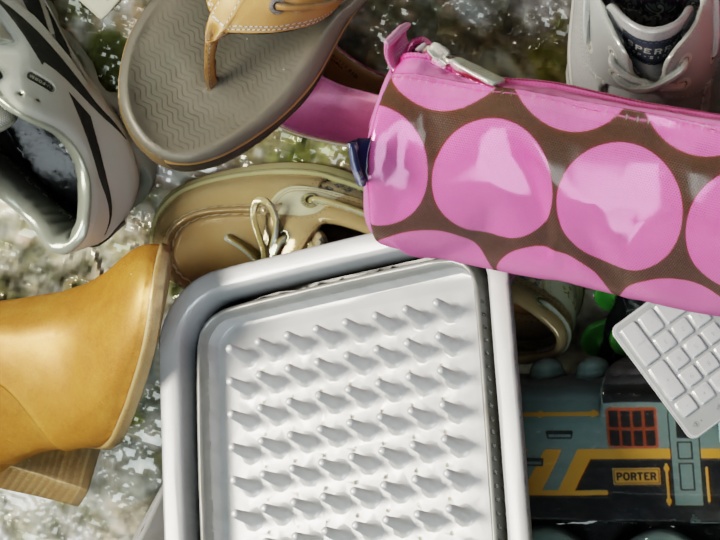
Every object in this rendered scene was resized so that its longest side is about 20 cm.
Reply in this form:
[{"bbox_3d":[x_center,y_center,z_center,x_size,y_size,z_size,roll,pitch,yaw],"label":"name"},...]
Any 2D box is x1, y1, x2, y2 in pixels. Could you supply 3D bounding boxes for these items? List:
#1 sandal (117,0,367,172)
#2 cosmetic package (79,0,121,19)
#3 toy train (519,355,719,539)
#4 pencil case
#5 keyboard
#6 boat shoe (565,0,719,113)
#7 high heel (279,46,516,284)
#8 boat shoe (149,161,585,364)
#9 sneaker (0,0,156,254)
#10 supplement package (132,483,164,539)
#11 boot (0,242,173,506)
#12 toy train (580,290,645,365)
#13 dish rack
[{"bbox_3d":[-0.023,-0.125,1.040,0.200,0.055,0.082,-38,72,2],"label":"sandal"},{"bbox_3d":[-0.143,-0.214,1.052,0.200,0.071,0.105,43,114,-10],"label":"cosmetic package"},{"bbox_3d":[0.089,0.093,1.081,0.199,0.085,0.115,-2,95,28],"label":"toy train"},{"bbox_3d":[0.099,-0.037,0.985,0.199,0.091,0.094,10,116,12],"label":"pencil case"},{"bbox_3d":[0.196,-0.012,1.014,0.200,0.011,0.056,-36,81,-1],"label":"keyboard"},{"bbox_3d":[0.122,-0.109,1.055,0.072,0.069,0.201,6,115,6],"label":"boat shoe"},{"bbox_3d":[0.015,-0.086,1.075,0.200,0.067,0.096,42,114,10],"label":"high heel"},{"bbox_3d":[0.000,0.000,1.127,0.199,0.063,0.074,6,115,7],"label":"boat shoe"},{"bbox_3d":[-0.168,-0.092,1.103,0.074,0.089,0.200,-36,102,23],"label":"sneaker"},{"bbox_3d":[-0.078,0.194,1.151,0.109,0.200,0.114,27,115,-3],"label":"supplement package"},{"bbox_3d":[-0.172,0.036,1.140,0.143,0.071,0.201,19,141,-10],"label":"boot"},{"bbox_3d":[0.130,0.026,1.109,0.056,0.042,0.201,-1,133,-13],"label":"toy train"},{"bbox_3d":[-0.001,0.088,1.057,0.171,0.043,0.201,-13,69,27],"label":"dish rack"}]
